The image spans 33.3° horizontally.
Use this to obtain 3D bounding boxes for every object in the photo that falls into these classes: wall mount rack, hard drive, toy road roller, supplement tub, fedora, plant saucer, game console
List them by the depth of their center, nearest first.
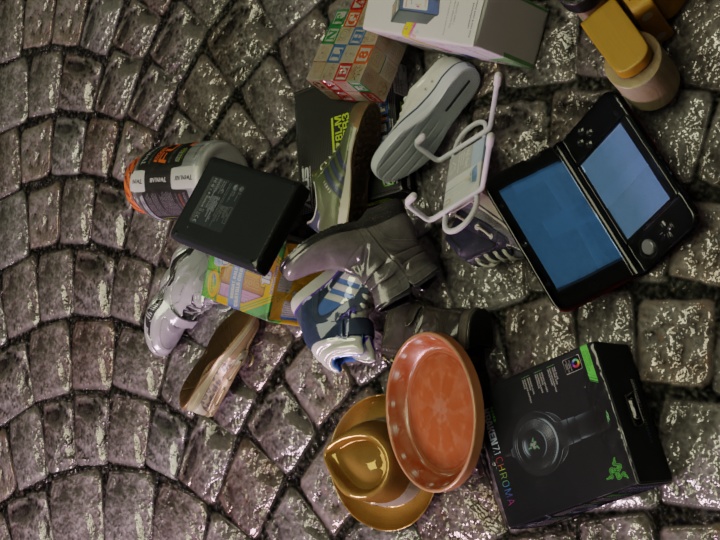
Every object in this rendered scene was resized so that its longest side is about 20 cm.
[{"bbox_3d":[0.337,-0.308,1.436,0.145,0.123,0.201,-35,62,19],"label":"toy road roller"},{"bbox_3d":[0.273,-0.084,1.438,0.201,0.118,0.173,61,140,20],"label":"game console"},{"bbox_3d":[0.097,0.179,1.534,0.199,0.032,0.203,1,91,58],"label":"plant saucer"},{"bbox_3d":[0.136,-0.153,1.555,0.173,0.074,0.202,-33,34,39],"label":"wall mount rack"},{"bbox_3d":[0.014,0.263,1.656,0.199,0.081,0.203,-8,78,40],"label":"fedora"},{"bbox_3d":[-0.177,-0.082,1.751,0.199,0.033,0.141,19,78,42],"label":"hard drive"},{"bbox_3d":[-0.284,-0.143,1.948,0.198,0.122,0.124,-1,83,40],"label":"supplement tub"}]

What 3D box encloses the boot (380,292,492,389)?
[{"bbox_3d":[0.094,0.127,1.628,0.173,0.069,0.203,4,83,47],"label":"boot"}]

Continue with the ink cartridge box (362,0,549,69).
[{"bbox_3d":[0.125,-0.335,1.603,0.199,0.144,0.089,21,99,40],"label":"ink cartridge box"}]

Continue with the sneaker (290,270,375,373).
[{"bbox_3d":[0.007,0.053,1.689,0.199,0.080,0.147,-37,67,11],"label":"sneaker"}]

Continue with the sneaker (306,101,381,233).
[{"bbox_3d":[-0.032,-0.141,1.702,0.089,0.067,0.203,12,97,33],"label":"sneaker"}]

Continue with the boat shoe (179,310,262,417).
[{"bbox_3d":[-0.211,0.143,1.894,0.201,0.062,0.074,-52,29,20],"label":"boat shoe"}]

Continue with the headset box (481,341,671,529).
[{"bbox_3d":[0.257,0.198,1.448,0.199,0.092,0.176,-27,67,35],"label":"headset box"}]

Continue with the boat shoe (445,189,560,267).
[{"bbox_3d":[0.190,-0.032,1.560,0.200,0.074,0.094,44,117,45],"label":"boat shoe"}]

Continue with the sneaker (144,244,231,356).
[{"bbox_3d":[-0.276,0.059,1.942,0.114,0.075,0.202,29,100,42],"label":"sneaker"}]

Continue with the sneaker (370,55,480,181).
[{"bbox_3d":[0.083,-0.210,1.666,0.200,0.073,0.071,-47,40,2],"label":"sneaker"}]

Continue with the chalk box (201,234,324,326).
[{"bbox_3d":[-0.151,0.000,1.812,0.199,0.124,0.125,17,95,42],"label":"chalk box"}]

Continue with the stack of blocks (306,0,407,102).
[{"bbox_3d":[0.015,-0.344,1.719,0.114,0.058,0.202,12,76,46],"label":"stack of blocks"}]

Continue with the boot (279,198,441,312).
[{"bbox_3d":[0.000,0.000,1.622,0.198,0.070,0.133,-26,78,-1],"label":"boot"}]

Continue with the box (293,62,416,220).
[{"bbox_3d":[-0.011,-0.188,1.766,0.191,0.047,0.203,-12,76,35],"label":"box"}]
